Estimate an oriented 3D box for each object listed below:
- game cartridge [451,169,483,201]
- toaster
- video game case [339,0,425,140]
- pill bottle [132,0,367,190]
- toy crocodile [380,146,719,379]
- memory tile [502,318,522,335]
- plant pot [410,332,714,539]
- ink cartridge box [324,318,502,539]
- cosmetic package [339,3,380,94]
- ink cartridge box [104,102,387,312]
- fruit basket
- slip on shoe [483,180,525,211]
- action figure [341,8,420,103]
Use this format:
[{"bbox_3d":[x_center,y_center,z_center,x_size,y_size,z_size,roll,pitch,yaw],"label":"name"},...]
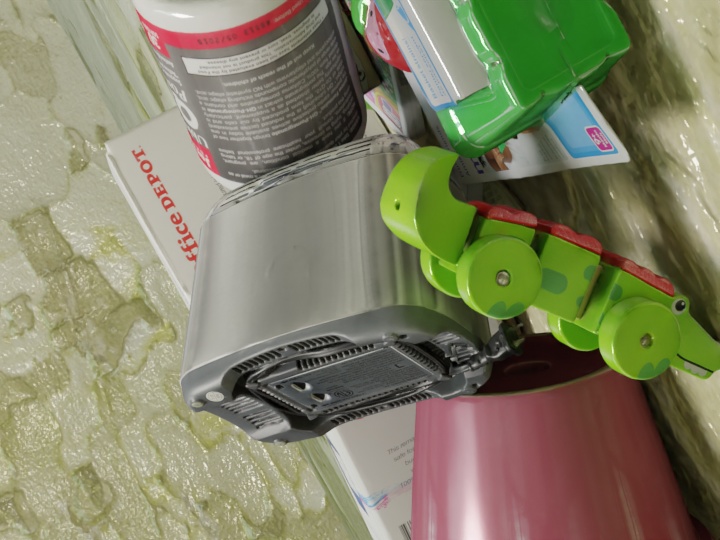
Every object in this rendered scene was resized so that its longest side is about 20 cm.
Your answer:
[{"bbox_3d":[0.000,0.000,0.814,0.200,0.041,0.133,-15,61,49],"label":"game cartridge"},{"bbox_3d":[-0.009,0.010,0.691,0.114,0.200,0.129,33,-135,-48],"label":"toaster"},{"bbox_3d":[-0.012,-0.199,0.839,0.143,0.018,0.200,51,165,40],"label":"video game case"},{"bbox_3d":[-0.057,-0.115,0.736,0.111,0.111,0.200,51,166,39],"label":"pill bottle"},{"bbox_3d":[0.097,0.003,0.595,0.200,0.062,0.068,23,-177,-18],"label":"toy crocodile"},{"bbox_3d":[0.144,0.123,0.944,0.200,0.017,0.153,56,167,21],"label":"memory tile"},{"bbox_3d":[0.110,0.140,0.746,0.200,0.200,0.179,-157,54,-71],"label":"plant pot"},{"bbox_3d":[0.053,0.121,0.923,0.088,0.145,0.200,46,162,58],"label":"ink cartridge box"},{"bbox_3d":[-0.072,-0.199,0.869,0.200,0.073,0.104,63,168,-8],"label":"cosmetic package"},{"bbox_3d":[-0.081,-0.074,0.973,0.146,0.200,0.084,60,168,5],"label":"ink cartridge box"},{"bbox_3d":[0.037,-0.123,0.596,0.185,0.094,0.200,61,161,-10],"label":"fruit basket"},{"bbox_3d":[0.055,-0.044,0.840,0.061,0.074,0.200,22,-176,-35],"label":"slip on shoe"},{"bbox_3d":[0.029,-0.150,0.718,0.065,0.052,0.200,24,144,62],"label":"action figure"}]
